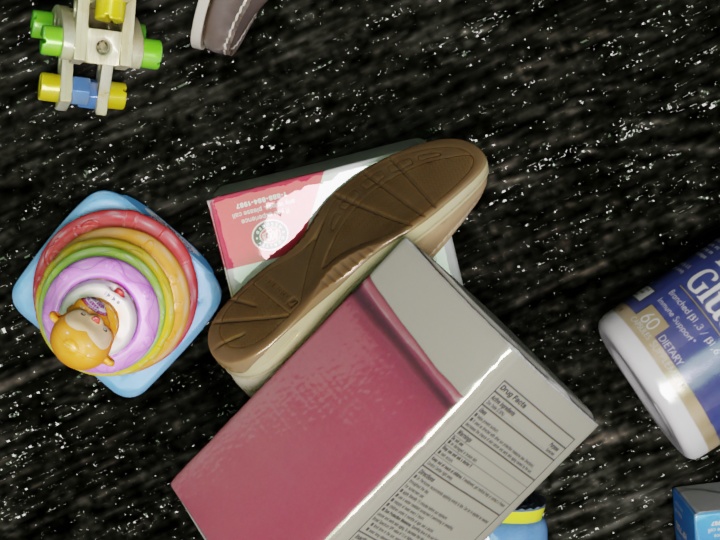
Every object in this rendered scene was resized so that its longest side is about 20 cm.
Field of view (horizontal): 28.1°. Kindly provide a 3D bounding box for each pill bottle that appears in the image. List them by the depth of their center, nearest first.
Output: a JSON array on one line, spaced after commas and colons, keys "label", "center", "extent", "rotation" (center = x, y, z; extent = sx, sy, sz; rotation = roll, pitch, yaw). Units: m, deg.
[{"label": "pill bottle", "center": [0.264, 0.023, 0.930], "extent": [0.199, 0.111, 0.111], "rotation": [-34, 98, 2]}]

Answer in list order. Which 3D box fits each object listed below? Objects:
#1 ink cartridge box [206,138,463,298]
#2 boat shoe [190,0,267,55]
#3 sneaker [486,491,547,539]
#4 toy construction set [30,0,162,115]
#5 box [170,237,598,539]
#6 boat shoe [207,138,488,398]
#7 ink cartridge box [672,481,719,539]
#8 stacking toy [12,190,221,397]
[{"label": "ink cartridge box", "center": [-0.004, 0.030, 0.933], "extent": [0.144, 0.083, 0.201], "rotation": [-14, 99, -1]}, {"label": "boat shoe", "center": [-0.042, -0.221, 0.905], "extent": [0.059, 0.072, 0.201], "rotation": [27, 90, -3]}, {"label": "sneaker", "center": [0.027, 0.183, 0.966], "extent": [0.199, 0.066, 0.079], "rotation": [5, 101, -3]}, {"label": "toy construction set", "center": [-0.164, -0.200, 0.882], "extent": [0.092, 0.131, 0.201], "rotation": [-10, 93, -18]}, {"label": "box", "center": [0.014, 0.104, 0.823], "extent": [0.200, 0.109, 0.128], "rotation": [-46, 141, 3]}, {"label": "boat shoe", "center": [0.000, 0.000, 0.860], "extent": [0.200, 0.071, 0.065], "rotation": [-39, 132, -5]}, {"label": "ink cartridge box", "center": [0.283, 0.247, 0.983], "extent": [0.115, 0.067, 0.201], "rotation": [-6, 98, -1]}, {"label": "stacking toy", "center": [-0.156, 0.024, 0.868], "extent": [0.116, 0.200, 0.110], "rotation": [41, 95, -6]}]
